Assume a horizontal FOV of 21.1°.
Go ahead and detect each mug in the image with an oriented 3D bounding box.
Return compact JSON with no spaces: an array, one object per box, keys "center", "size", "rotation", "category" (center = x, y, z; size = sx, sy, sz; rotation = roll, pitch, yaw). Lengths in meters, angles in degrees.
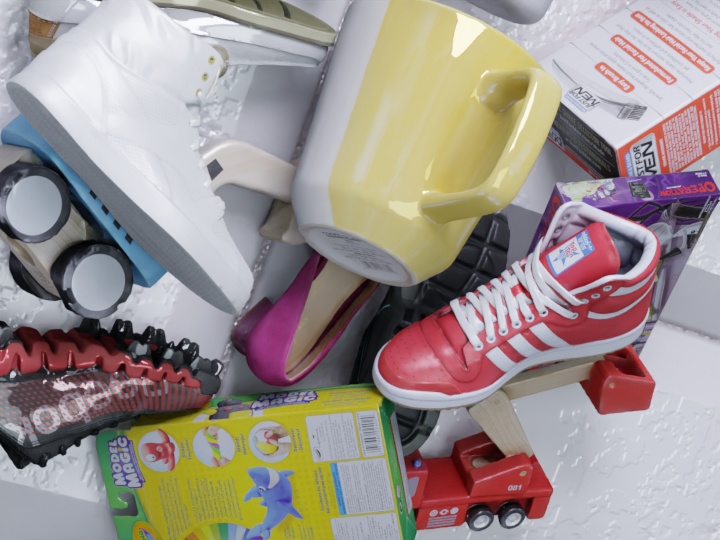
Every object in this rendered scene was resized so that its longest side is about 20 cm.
[{"center":[0.030,-0.080,1.234],"size":[0.149,0.187,0.153],"rotation":[25,75,1],"category":"mug"}]

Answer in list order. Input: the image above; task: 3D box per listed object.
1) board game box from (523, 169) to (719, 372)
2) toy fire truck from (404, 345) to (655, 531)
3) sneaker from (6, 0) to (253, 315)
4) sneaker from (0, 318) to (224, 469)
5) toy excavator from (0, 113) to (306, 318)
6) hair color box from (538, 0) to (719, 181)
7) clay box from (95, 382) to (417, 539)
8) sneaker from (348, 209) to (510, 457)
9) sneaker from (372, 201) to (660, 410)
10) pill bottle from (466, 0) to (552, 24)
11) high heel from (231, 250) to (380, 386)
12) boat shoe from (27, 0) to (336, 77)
[{"center":[0.164,0.011,1.355],"size":[0.120,0.032,0.200],"rotation":[-3,140,-18],"category":"board game box"},{"center":[0.098,0.118,1.374],"size":[0.200,0.049,0.141],"rotation":[-2,128,-22],"category":"toy fire truck"},{"center":[-0.107,-0.076,1.171],"size":[0.116,0.074,0.200],"rotation":[-48,115,-20],"category":"sneaker"},{"center":[-0.190,0.081,1.262],"size":[0.200,0.071,0.098],"rotation":[5,101,-21],"category":"sneaker"},{"center":[-0.132,-0.050,1.249],"size":[0.200,0.100,0.195],"rotation":[-45,117,-16],"category":"toy excavator"},{"center":[0.229,-0.142,1.353],"size":[0.200,0.111,0.064],"rotation":[-31,137,-13],"category":"hair color box"},{"center":[-0.070,0.142,1.303],"size":[0.199,0.048,0.115],"rotation":[-5,108,14],"category":"clay box"},{"center":[0.036,0.029,1.341],"size":[0.075,0.079,0.200],"rotation":[25,88,-21],"category":"sneaker"},{"center":[0.104,0.021,1.255],"size":[0.200,0.071,0.113],"rotation":[-17,148,-18],"category":"sneaker"},{"center":[0.118,-0.272,1.281],"size":[0.111,0.111,0.200],"rotation":[30,91,-26],"category":"pill bottle"},{"center":[0.000,0.000,1.306],"size":[0.067,0.096,0.200],"rotation":[43,85,-25],"category":"high heel"},{"center":[-0.116,-0.151,1.241],"size":[0.200,0.075,0.069],"rotation":[10,108,-20],"category":"boat shoe"}]
